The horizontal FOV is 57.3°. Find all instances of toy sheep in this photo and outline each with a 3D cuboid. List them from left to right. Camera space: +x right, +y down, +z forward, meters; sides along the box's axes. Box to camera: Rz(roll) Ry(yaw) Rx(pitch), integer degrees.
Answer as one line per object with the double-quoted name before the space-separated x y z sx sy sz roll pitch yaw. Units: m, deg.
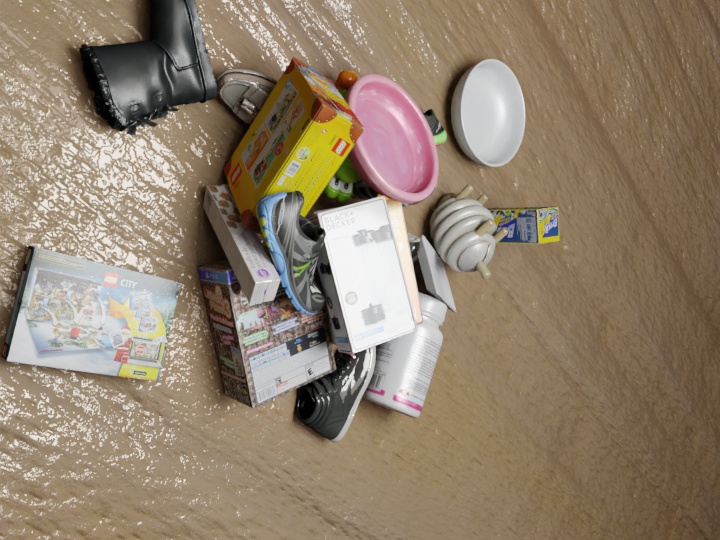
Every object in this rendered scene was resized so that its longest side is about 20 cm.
"toy sheep" 0.197 -0.068 1.231 0.133 0.203 0.140 -11 139 -10

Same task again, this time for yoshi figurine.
"yoshi figurine" -0.010 -0.212 1.044 0.112 0.109 0.206 56 41 -67

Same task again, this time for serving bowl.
"serving bowl" 0.244 -0.308 1.311 0.196 0.065 0.208 -3 94 -40

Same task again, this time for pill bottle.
"pill bottle" 0.083 0.147 1.178 0.112 0.112 0.206 28 76 -37

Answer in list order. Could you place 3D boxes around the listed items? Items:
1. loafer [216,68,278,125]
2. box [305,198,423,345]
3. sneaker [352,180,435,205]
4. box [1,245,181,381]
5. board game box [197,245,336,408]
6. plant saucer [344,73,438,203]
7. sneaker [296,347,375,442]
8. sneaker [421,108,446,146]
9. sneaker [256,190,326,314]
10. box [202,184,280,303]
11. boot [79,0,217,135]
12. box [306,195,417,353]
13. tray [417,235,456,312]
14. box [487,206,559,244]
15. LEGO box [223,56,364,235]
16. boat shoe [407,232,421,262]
"loafer" -0.127 -0.234 0.993 0.197 0.071 0.064 20 46 -41
"box" 0.000 0.000 1.057 0.148 0.106 0.207 -13 92 -18
"sneaker" 0.068 -0.148 1.163 0.196 0.076 0.081 -7 106 -38
"box" -0.344 0.061 0.862 0.196 0.037 0.141 17 82 -39
"board game box" -0.138 0.075 0.998 0.156 0.095 0.207 -18 104 -37
"plant saucer" 0.040 -0.194 1.002 0.197 0.050 0.207 23 56 -38
"sneaker" -0.042 0.178 1.102 0.098 0.070 0.205 28 80 -42
"sneaker" 0.069 -0.246 1.176 0.197 0.076 0.086 -18 87 -41
"sneaker" -0.079 -0.019 0.900 0.080 0.071 0.203 -20 128 -5
"box" -0.168 -0.042 0.913 0.038 0.202 0.042 -7 137 -33
"boot" -0.287 -0.292 0.868 0.160 0.072 0.204 -26 110 -32
"box" 0.001 0.006 0.966 0.113 0.060 0.207 -14 91 -22
"tray" 0.137 0.013 1.200 0.200 0.022 0.111 37 39 -69
"box" 0.283 -0.087 1.273 0.069 0.197 0.067 -9 99 -37
"LEGO box" -0.100 -0.167 0.924 0.076 0.150 0.201 21 117 -38
"boat shoe" 0.042 -0.019 1.159 0.197 0.068 0.073 -30 111 -35
